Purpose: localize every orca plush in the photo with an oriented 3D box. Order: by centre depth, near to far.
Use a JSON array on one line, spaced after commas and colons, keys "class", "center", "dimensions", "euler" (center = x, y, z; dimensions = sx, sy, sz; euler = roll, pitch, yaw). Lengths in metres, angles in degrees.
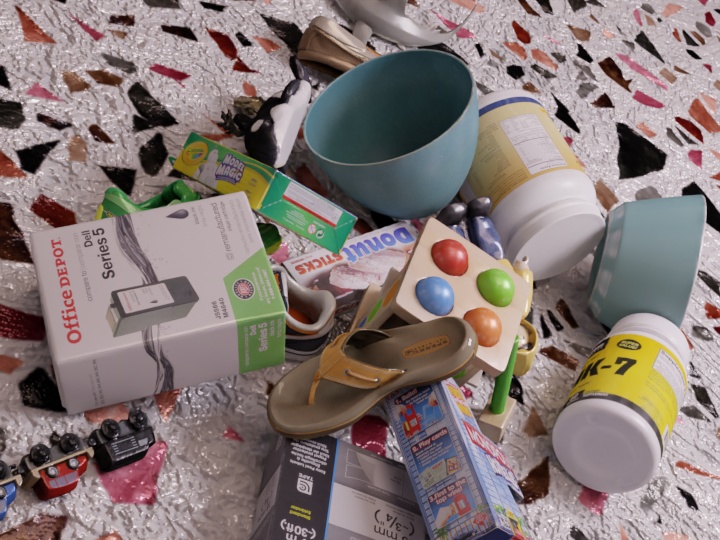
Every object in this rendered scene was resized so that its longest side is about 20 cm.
[{"class": "orca plush", "center": [-0.102, -0.175, 1.302], "dimensions": [0.071, 0.106, 0.201], "euler": [12, 46, 3]}]

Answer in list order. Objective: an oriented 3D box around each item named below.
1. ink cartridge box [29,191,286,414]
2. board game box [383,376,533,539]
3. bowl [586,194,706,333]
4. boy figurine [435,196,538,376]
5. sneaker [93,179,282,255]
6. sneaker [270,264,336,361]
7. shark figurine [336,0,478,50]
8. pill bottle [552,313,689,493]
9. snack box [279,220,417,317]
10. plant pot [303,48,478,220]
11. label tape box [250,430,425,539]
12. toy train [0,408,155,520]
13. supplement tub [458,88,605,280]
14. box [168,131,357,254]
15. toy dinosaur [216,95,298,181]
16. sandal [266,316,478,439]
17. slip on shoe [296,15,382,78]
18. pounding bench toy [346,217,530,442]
[{"class": "ink cartridge box", "center": [-0.180, 0.026, 1.055], "dimensions": [0.199, 0.084, 0.146], "euler": [-12, 55, -15]}, {"class": "board game box", "center": [0.093, 0.176, 1.085], "dimensions": [0.200, 0.061, 0.201], "euler": [40, 22, -57]}, {"class": "bowl", "center": [0.334, -0.002, 1.424], "dimensions": [0.104, 0.202, 0.201], "euler": [13, 40, 6]}, {"class": "boy figurine", "center": [0.138, 0.023, 1.325], "dimensions": [0.123, 0.065, 0.201], "euler": [-10, 68, -17]}, {"class": "sneaker", "center": [-0.164, -0.046, 1.179], "dimensions": [0.199, 0.074, 0.084], "euler": [4, 90, -32]}, {"class": "sneaker", "center": [-0.118, 0.029, 1.152], "dimensions": [0.199, 0.080, 0.079], "euler": [10, 46, -24]}, {"class": "shark figurine", "center": [0.065, -0.354, 1.648], "dimensions": [0.213, 0.090, 0.129], "euler": [14, 45, -20]}, {"class": "pill bottle", "center": [0.289, 0.137, 1.293], "dimensions": [0.114, 0.115, 0.200], "euler": [37, 39, 3]}, {"class": "snack box", "center": [0.000, 0.000, 1.300], "dimensions": [0.199, 0.024, 0.072], "euler": [-20, 66, -45]}, {"class": "plant pot", "center": [0.049, -0.137, 1.365], "dimensions": [0.199, 0.135, 0.201], "euler": [-13, 42, 12]}, {"class": "label tape box", "center": [-0.020, 0.244, 1.017], "dimensions": [0.143, 0.063, 0.201], "euler": [22, 41, -13]}, {"class": "toy train", "center": [-0.249, 0.162, 0.967], "dimensions": [0.199, 0.034, 0.046], "euler": [-17, 74, -44]}, {"class": "supplement tub", "center": [0.196, -0.103, 1.442], "dimensions": [0.144, 0.145, 0.201], "euler": [-1, 52, -35]}, {"class": "box", "center": [-0.104, -0.082, 1.201], "dimensions": [0.117, 0.049, 0.200], "euler": [29, -3, -40]}, {"class": "toy dinosaur", "center": [-0.115, -0.136, 1.344], "dimensions": [0.088, 0.047, 0.201], "euler": [3, 52, -41]}, {"class": "sandal", "center": [0.007, 0.082, 1.052], "dimensions": [0.199, 0.054, 0.081], "euler": [-21, 46, -1]}, {"class": "slip on shoe", "center": [0.010, -0.247, 1.528], "dimensions": [0.199, 0.076, 0.061], "euler": [32, 79, -15]}, {"class": "pounding bench toy", "center": [0.104, 0.072, 1.185], "dimensions": [0.199, 0.156, 0.125], "euler": [33, 47, -9]}]
